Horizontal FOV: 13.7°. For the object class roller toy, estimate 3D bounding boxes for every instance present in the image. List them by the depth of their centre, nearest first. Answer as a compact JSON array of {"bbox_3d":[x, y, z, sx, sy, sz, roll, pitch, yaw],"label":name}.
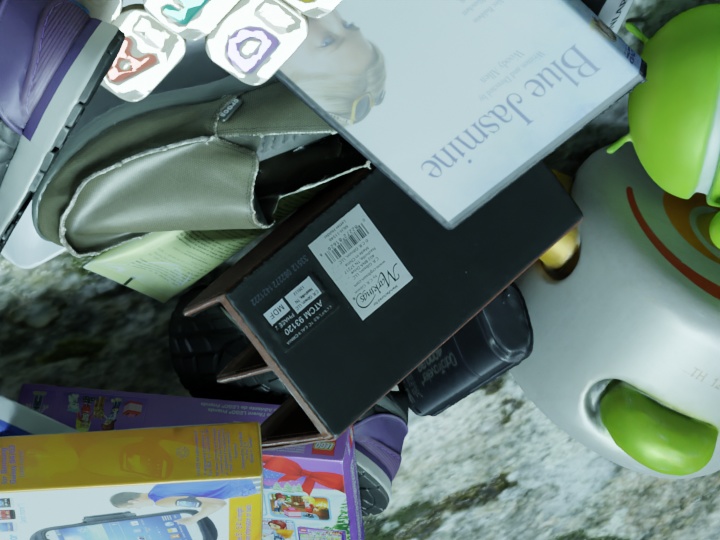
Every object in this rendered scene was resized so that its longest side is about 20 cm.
[{"bbox_3d":[0.182,0.016,1.788,0.182,0.200,0.140,-13,146,-51],"label":"roller toy"}]

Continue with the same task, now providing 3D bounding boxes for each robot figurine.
[{"bbox_3d":[0.244,-0.088,1.710,0.200,0.176,0.116,10,167,2],"label":"robot figurine"}]

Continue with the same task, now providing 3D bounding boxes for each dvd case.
[{"bbox_3d":[0.025,-0.123,1.495,0.200,0.018,0.143,41,120,-19],"label":"dvd case"}]

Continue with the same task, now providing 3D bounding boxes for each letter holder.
[{"bbox_3d":[0.000,0.000,1.676,0.200,0.101,0.142,-41,-171,-22],"label":"letter holder"}]

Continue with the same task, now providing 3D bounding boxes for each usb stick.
[{"bbox_3d":[0.059,0.047,1.789,0.033,0.055,0.200,-20,173,-18],"label":"usb stick"}]

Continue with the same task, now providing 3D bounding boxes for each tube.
[{"bbox_3d":[-0.061,-0.048,1.672,0.200,0.052,0.058,-37,106,20],"label":"tube"}]

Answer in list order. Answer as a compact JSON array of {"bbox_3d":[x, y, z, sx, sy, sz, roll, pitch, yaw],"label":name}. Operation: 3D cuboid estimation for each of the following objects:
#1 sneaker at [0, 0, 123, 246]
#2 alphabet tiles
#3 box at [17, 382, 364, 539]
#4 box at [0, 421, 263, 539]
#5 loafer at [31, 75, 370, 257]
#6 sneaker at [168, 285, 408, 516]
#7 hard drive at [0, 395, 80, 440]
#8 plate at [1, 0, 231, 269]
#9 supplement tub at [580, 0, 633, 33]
[{"bbox_3d":[-0.200,-0.057,1.467,0.088,0.076,0.200,31,108,-5],"label":"sneaker"},{"bbox_3d":[-0.095,-0.175,1.439,0.200,0.015,0.196,35,116,-23],"label":"alphabet tiles"},{"bbox_3d":[-0.101,0.128,1.794,0.200,0.039,0.137,5,144,7],"label":"box"},{"bbox_3d":[-0.155,0.133,1.677,0.200,0.041,0.119,-5,149,-5],"label":"box"},{"bbox_3d":[-0.077,-0.056,1.571,0.200,0.070,0.075,-25,145,-3],"label":"loafer"},{"bbox_3d":[-0.042,0.059,1.807,0.076,0.088,0.200,-7,138,37],"label":"sneaker"},{"bbox_3d":[-0.253,0.087,1.666,0.132,0.025,0.200,-8,160,24],"label":"hard drive"},{"bbox_3d":[-0.140,-0.102,1.561,0.200,0.032,0.200,-30,145,5],"label":"plate"},{"bbox_3d":[0.107,-0.207,1.505,0.123,0.123,0.200,-4,140,-29],"label":"supplement tub"}]
